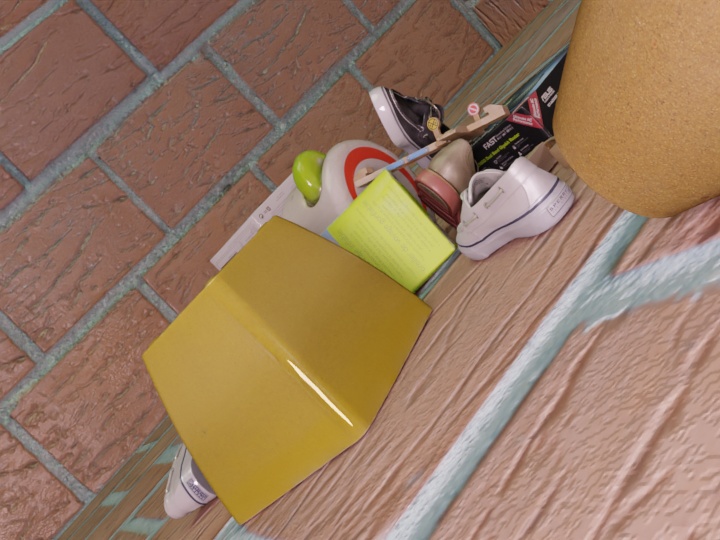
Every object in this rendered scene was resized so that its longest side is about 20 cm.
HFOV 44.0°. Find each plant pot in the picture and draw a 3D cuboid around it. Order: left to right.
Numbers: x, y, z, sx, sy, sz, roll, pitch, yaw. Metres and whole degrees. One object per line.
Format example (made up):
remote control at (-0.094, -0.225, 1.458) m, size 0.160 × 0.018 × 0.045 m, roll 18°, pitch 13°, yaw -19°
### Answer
plant pot at (-0.081, 0.074, 0.834) m, size 0.200 × 0.176 × 0.200 m, roll -40°, pitch 8°, yaw 36°
plant pot at (0.182, -0.127, 0.438) m, size 0.187 × 0.185 × 0.201 m, roll -51°, pitch -5°, yaw -44°

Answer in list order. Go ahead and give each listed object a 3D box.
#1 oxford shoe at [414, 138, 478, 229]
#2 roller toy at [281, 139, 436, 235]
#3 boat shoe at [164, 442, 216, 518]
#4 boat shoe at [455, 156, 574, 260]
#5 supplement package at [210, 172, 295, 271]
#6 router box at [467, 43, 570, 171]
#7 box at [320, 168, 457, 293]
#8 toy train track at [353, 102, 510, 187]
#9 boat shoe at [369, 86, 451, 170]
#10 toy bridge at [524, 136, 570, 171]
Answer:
oxford shoe at (0.111, -0.098, 1.028) m, size 0.075 × 0.070 × 0.200 m, roll -53°, pitch -7°, yaw 0°
roller toy at (-0.004, -0.056, 1.143) m, size 0.181 × 0.202 × 0.139 m, roll -16°, pitch -18°, yaw -49°
boat shoe at (-0.204, 0.238, 1.102) m, size 0.065 × 0.074 × 0.200 m, roll -40°, pitch 6°, yaw 8°
boat shoe at (0.127, -0.065, 0.820) m, size 0.074 × 0.067 × 0.200 m, roll -47°, pitch 6°, yaw -19°
supplement package at (-0.078, -0.016, 1.285) m, size 0.150 × 0.200 × 0.152 m, roll -38°, pitch 9°, yaw 49°
router box at (0.199, -0.178, 1.088) m, size 0.150 × 0.062 × 0.200 m, roll -49°, pitch 6°, yaw -30°
box at (0.000, 0.000, 1.008) m, size 0.200 × 0.122 × 0.048 m, roll -44°, pitch -7°, yaw 10°
toy train track at (0.075, -0.149, 1.019) m, size 0.198 × 0.033 × 0.114 m, roll -25°, pitch -3°, yaw 25°
boat shoe at (0.073, -0.178, 1.081) m, size 0.065 × 0.071 × 0.200 m, roll -28°, pitch -26°, yaw 15°
toy bridge at (0.178, -0.104, 0.917) m, size 0.067 × 0.027 × 0.200 m, roll -48°, pitch 5°, yaw -26°
